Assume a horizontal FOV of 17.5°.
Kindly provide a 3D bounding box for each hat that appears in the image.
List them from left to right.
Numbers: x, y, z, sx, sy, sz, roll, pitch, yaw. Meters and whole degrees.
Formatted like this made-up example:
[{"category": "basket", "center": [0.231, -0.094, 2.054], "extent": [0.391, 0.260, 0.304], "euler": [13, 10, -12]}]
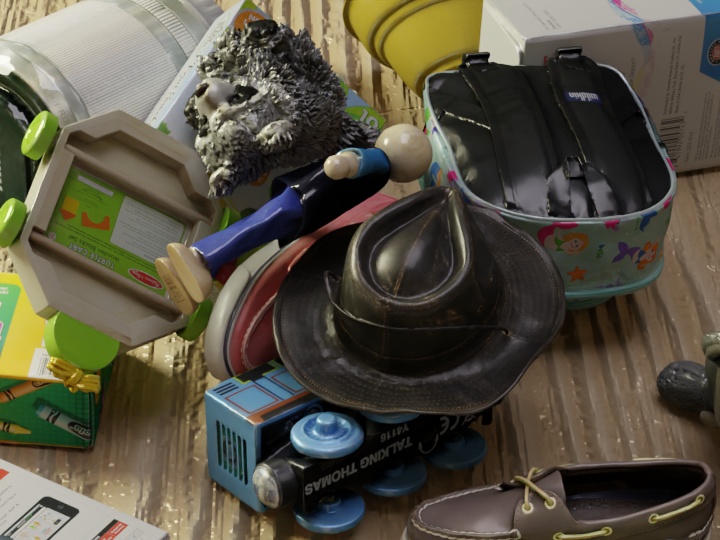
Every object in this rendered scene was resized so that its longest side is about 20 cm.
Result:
[{"category": "hat", "center": [0.037, -0.001, 1.490], "extent": [0.201, 0.081, 0.201], "euler": [-2, 42, 2]}]

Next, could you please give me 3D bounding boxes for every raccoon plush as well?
[{"category": "raccoon plush", "center": [-0.032, -0.089, 1.584], "extent": [0.200, 0.097, 0.134], "euler": [16, 33, -26]}]

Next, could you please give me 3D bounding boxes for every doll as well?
[{"category": "doll", "center": [-0.039, -0.042, 1.534], "extent": [0.200, 0.136, 0.048], "euler": [-31, 88, -20]}]

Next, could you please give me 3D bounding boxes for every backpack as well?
[{"category": "backpack", "center": [0.133, -0.054, 1.688], "extent": [0.177, 0.151, 0.200], "euler": [-3, 31, -12]}]

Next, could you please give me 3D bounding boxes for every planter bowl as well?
[{"category": "planter bowl", "center": [0.090, -0.185, 1.892], "extent": [0.200, 0.200, 0.083], "euler": [-5, 68, -12]}]

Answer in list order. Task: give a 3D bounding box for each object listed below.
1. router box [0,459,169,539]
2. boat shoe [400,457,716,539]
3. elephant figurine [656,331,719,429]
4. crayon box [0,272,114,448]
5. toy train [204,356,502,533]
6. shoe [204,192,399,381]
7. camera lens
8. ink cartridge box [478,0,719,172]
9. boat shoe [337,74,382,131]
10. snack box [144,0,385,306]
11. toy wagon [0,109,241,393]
[{"category": "router box", "center": [-0.240, 0.194, 1.384], "extent": [0.179, 0.049, 0.200], "euler": [21, 38, 23]}, {"category": "boat shoe", "center": [0.125, 0.151, 1.470], "extent": [0.200, 0.060, 0.072], "euler": [-1, 35, -7]}, {"category": "elephant figurine", "center": [0.273, 0.076, 1.507], "extent": [0.200, 0.155, 0.141], "euler": [48, 18, 31]}, {"category": "crayon box", "center": [-0.269, 0.055, 1.575], "extent": [0.200, 0.058, 0.119], "euler": [5, 34, 1]}, {"category": "toy train", "center": [-0.002, 0.095, 1.521], "extent": [0.200, 0.087, 0.114], "euler": [-24, 38, -33]}, {"category": "shoe", "center": [-0.016, 0.012, 1.584], "extent": [0.091, 0.071, 0.200], "euler": [11, 40, 34]}, {"category": "camera lens", "center": [-0.196, -0.118, 1.742], "extent": [0.160, 0.160, 0.200], "euler": [28, 41, 31]}, {"category": "ink cartridge box", "center": [0.193, -0.147, 1.835], "extent": [0.200, 0.145, 0.085], "euler": [-10, 36, -19]}, {"category": "boat shoe", "center": [-0.037, -0.148, 1.880], "extent": [0.062, 0.073, 0.200], "euler": [-24, 38, -28]}, {"category": "snack box", "center": [-0.087, -0.076, 1.672], "extent": [0.142, 0.053, 0.200], "euler": [42, 56, -16]}, {"category": "toy wagon", "center": [-0.168, -0.008, 1.540], "extent": [0.155, 0.040, 0.200], "euler": [28, 61, -21]}]
